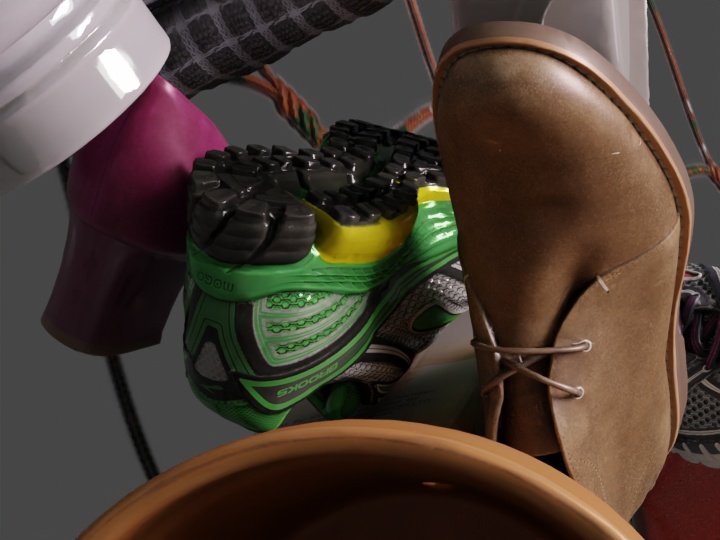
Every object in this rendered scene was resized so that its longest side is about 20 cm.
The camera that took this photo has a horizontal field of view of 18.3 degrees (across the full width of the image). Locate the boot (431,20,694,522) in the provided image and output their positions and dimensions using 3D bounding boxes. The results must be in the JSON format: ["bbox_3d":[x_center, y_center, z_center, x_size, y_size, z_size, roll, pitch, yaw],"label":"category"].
[{"bbox_3d":[0.061,0.014,0.682,0.200,0.074,0.076,71,32,-42],"label":"boot"}]

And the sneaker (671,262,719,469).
[{"bbox_3d":[0.111,0.030,0.913,0.075,0.200,0.081,37,66,-37],"label":"sneaker"}]

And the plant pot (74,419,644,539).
[{"bbox_3d":[0.008,0.133,0.623,0.200,0.200,0.140,62,9,0],"label":"plant pot"}]

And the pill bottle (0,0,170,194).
[{"bbox_3d":[-0.146,-0.120,0.654,0.200,0.109,0.109,52,28,-21],"label":"pill bottle"}]

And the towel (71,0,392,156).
[{"bbox_3d":[-0.043,-0.139,0.799,0.086,0.165,0.200,52,28,-27],"label":"towel"}]

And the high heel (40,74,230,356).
[{"bbox_3d":[-0.035,-0.035,0.777,0.067,0.096,0.200,29,23,14],"label":"high heel"}]

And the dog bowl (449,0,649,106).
[{"bbox_3d":[0.065,-0.128,0.762,0.200,0.059,0.200,-3,90,-81],"label":"dog bowl"}]

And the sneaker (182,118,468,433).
[{"bbox_3d":[0.000,0.000,0.743,0.200,0.078,0.085,-14,122,-56],"label":"sneaker"}]

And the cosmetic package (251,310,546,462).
[{"bbox_3d":[0.033,0.067,0.805,0.103,0.087,0.200,69,23,-17],"label":"cosmetic package"}]

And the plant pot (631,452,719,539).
[{"bbox_3d":[0.239,0.090,1.084,0.200,0.200,0.176,35,24,-43],"label":"plant pot"}]
